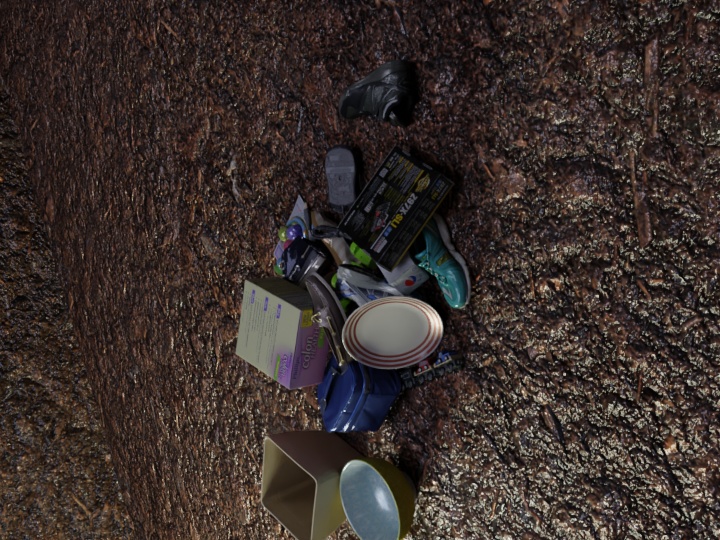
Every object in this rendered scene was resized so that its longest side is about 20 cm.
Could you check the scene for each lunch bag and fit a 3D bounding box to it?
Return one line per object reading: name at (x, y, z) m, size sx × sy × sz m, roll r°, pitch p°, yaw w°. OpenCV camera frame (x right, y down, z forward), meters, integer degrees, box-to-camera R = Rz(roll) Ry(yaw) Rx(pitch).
lunch bag at (-0.013, 0.248, 1.722) m, size 0.136 × 0.132 × 0.201 m, roll -114°, pitch 36°, yaw -43°

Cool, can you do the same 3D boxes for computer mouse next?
computer mouse at (-0.058, -0.162, 1.724) m, size 0.140 × 0.046 × 0.201 m, roll -6°, pitch 97°, yaw 22°

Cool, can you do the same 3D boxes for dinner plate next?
dinner plate at (0.062, 0.118, 1.588) m, size 0.024 × 0.199 × 0.201 m, roll -97°, pitch 24°, yaw -48°

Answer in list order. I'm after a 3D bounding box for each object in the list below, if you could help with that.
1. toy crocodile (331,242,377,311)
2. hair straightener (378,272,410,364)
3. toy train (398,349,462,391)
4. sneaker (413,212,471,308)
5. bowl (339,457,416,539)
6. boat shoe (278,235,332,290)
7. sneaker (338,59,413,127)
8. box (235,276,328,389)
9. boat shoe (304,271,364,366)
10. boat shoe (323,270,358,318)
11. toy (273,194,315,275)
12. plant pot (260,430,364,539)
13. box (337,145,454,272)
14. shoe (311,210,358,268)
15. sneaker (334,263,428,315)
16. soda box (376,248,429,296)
toy crocodile at (0.000, 0.000, 1.683) m, size 0.067 × 0.062 × 0.201 m, roll 33°, pitch 95°, yaw 38°
hair straightener at (0.072, 0.096, 1.672) m, size 0.077 × 0.041 × 0.201 m, roll 146°, pitch 113°, yaw -65°
toy train at (0.138, 0.198, 1.626) m, size 0.200 × 0.034 × 0.046 m, roll -33°, pitch 64°, yaw 51°
sneaker at (0.140, -0.015, 1.521) m, size 0.078 × 0.079 × 0.201 m, roll -44°, pitch 67°, yaw 47°
bowl at (0.056, 0.488, 1.749) m, size 0.200 × 0.107 × 0.201 m, roll 18°, pitch 113°, yaw 48°
boat shoe at (-0.155, 0.013, 1.847) m, size 0.093 × 0.075 × 0.200 m, roll 39°, pitch 98°, yaw 11°
sneaker at (0.030, -0.316, 1.574) m, size 0.199 × 0.076 × 0.115 m, roll -21°, pitch 77°, yaw 47°
box at (-0.164, 0.128, 1.736) m, size 0.200 × 0.096 × 0.177 m, roll 24°, pitch 111°, yaw 44°
boat shoe at (-0.062, 0.098, 1.621) m, size 0.201 × 0.059 × 0.072 m, roll 62°, pitch 164°, yaw -18°
boat shoe at (-0.009, 0.088, 1.753) m, size 0.203 × 0.074 × 0.075 m, roll 58°, pitch 173°, yaw 34°
toy at (-0.166, -0.065, 1.914) m, size 0.115 × 0.047 × 0.200 m, roll 57°, pitch 141°, yaw 30°
plant pot at (-0.100, 0.486, 1.888) m, size 0.200 × 0.176 × 0.201 m, roll 30°, pitch 123°, yaw 43°
box at (0.062, -0.118, 1.518) m, size 0.200 × 0.049 × 0.160 m, roll -55°, pitch 43°, yaw 5°
shoe at (-0.049, -0.059, 1.774) m, size 0.053 × 0.070 × 0.200 m, roll -33°, pitch 62°, yaw 5°
sneaker at (0.040, 0.057, 1.613) m, size 0.199 × 0.077 × 0.086 m, roll 21°, pitch 103°, yaw 8°
soda box at (0.053, -0.045, 1.583) m, size 0.063 × 0.068 × 0.200 m, roll -40°, pitch 50°, yaw 10°
